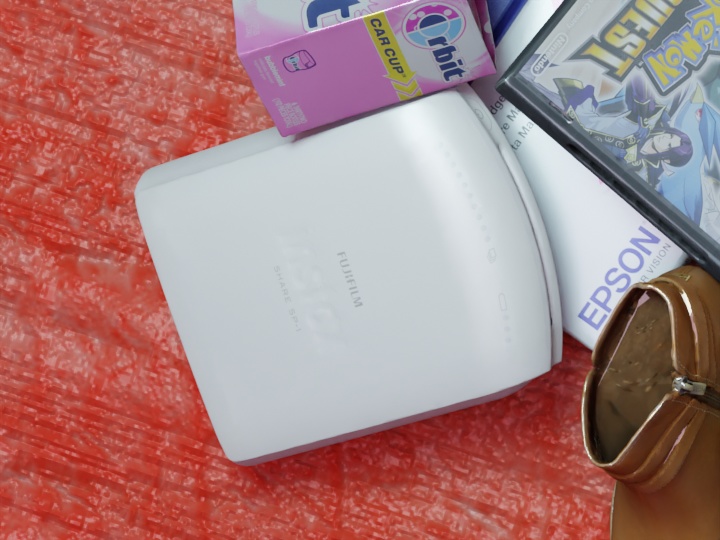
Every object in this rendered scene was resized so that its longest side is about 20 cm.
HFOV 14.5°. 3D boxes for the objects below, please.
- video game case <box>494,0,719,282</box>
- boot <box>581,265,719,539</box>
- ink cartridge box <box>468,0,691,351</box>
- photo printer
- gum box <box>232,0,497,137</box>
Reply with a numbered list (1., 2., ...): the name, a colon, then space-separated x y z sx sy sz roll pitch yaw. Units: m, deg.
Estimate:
1. video game case: 0.196 -0.107 1.397 0.181 0.026 0.200 40 78 -4
2. boot: 0.143 0.097 1.393 0.073 0.155 0.201 4 89 19
3. ink cartridge box: 0.107 -0.088 1.461 0.200 0.043 0.197 35 97 8
4. photo printer: 0.000 0.000 1.441 0.200 0.069 0.167 -16 97 26
5. gum box: -0.005 -0.173 1.424 0.113 0.066 0.200 -16 49 11
